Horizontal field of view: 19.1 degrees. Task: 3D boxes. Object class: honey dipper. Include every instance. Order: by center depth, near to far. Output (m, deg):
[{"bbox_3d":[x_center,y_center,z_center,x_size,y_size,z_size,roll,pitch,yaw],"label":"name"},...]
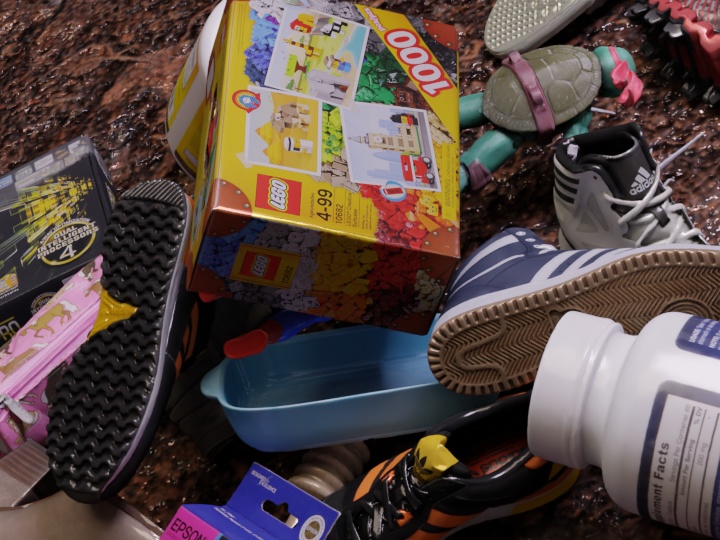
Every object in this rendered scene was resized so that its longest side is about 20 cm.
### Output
[{"bbox_3d":[-0.054,0.180,1.272,0.038,0.038,0.200,7,52,35],"label":"honey dipper"}]

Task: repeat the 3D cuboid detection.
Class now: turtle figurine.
[{"bbox_3d":[0.115,-0.100,1.416,0.199,0.101,0.150,-21,40,-3],"label":"turtle figurine"}]

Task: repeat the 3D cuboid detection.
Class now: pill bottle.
[{"bbox_3d":[0.195,0.086,1.130,0.199,0.111,0.111,15,53,19],"label":"pill bottle"},{"bbox_3d":[-0.068,-0.129,1.484,0.109,0.109,0.200,-46,0,-22],"label":"pill bottle"}]

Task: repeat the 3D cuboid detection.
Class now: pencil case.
[{"bbox_3d":[-0.194,0.049,1.461,0.200,0.083,0.086,-43,40,-20],"label":"pencil case"}]

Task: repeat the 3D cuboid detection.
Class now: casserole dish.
[{"bbox_3d":[0.003,0.070,1.313,0.199,0.039,0.121,-10,19,1],"label":"casserole dish"}]

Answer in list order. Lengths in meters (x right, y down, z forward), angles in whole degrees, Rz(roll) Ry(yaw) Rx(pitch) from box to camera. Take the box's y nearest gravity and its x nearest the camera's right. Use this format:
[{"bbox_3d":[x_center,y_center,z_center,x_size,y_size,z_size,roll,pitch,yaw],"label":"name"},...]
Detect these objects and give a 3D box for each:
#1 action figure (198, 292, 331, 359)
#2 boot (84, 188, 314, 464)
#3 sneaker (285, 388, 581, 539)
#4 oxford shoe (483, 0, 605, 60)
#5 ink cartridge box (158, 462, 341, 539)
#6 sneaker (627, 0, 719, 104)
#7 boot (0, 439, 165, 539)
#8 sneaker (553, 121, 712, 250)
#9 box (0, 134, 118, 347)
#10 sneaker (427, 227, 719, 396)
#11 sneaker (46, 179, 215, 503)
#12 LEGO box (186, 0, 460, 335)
[{"bbox_3d":[0.000,0.000,1.336,0.099,0.066,0.200,-26,-5,33],"label":"action figure"},{"bbox_3d":[-0.076,0.021,1.404,0.130,0.068,0.200,34,77,11],"label":"boot"},{"bbox_3d":[0.031,0.125,1.225,0.199,0.090,0.070,-28,61,-2],"label":"sneaker"},{"bbox_3d":[0.174,-0.223,1.569,0.200,0.058,0.075,-45,46,3],"label":"oxford shoe"},{"bbox_3d":[-0.099,0.202,1.226,0.095,0.037,0.200,23,75,51],"label":"ink cartridge box"},{"bbox_3d":[0.267,-0.153,1.422,0.098,0.071,0.200,-41,43,-16],"label":"sneaker"},{"bbox_3d":[-0.207,0.193,1.332,0.200,0.070,0.146,23,67,44],"label":"boot"},{"bbox_3d":[0.175,-0.013,1.274,0.076,0.116,0.200,-37,49,-11],"label":"sneaker"},{"bbox_3d":[-0.269,-0.002,1.588,0.199,0.049,0.161,-26,36,3],"label":"box"},{"bbox_3d":[0.138,0.011,1.243,0.199,0.070,0.109,-12,19,10],"label":"sneaker"},{"bbox_3d":[-0.125,0.051,1.313,0.070,0.090,0.201,5,74,32],"label":"sneaker"},{"bbox_3d":[-0.020,-0.070,1.291,0.148,0.077,0.201,11,47,-11],"label":"LEGO box"}]
